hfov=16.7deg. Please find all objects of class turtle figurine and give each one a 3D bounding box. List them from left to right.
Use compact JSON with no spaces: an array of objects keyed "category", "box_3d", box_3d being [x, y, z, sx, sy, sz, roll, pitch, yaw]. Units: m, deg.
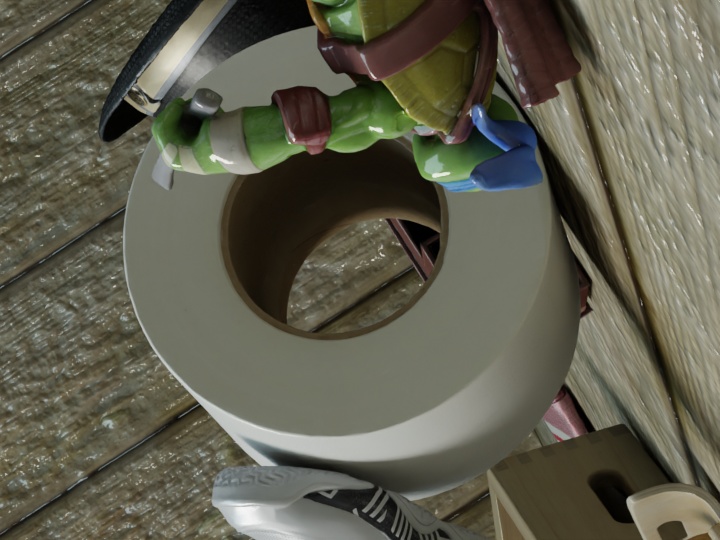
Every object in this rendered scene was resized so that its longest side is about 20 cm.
[{"category":"turtle figurine","box_3d":[-0.030,-0.110,0.841,0.200,0.144,0.194,51,171,52]}]

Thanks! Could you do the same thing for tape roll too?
[{"category":"tape roll","box_3d":[0.000,0.000,1.174,0.203,0.202,0.139,57,179,21]}]

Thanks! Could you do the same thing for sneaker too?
[{"category":"sneaker","box_3d":[0.007,0.170,1.159,0.199,0.115,0.075,27,161,-26]}]

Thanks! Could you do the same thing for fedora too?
[{"category":"fedora","box_3d":[-0.051,-0.118,1.287,0.092,0.201,0.201,40,180,-3]}]

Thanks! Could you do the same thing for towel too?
[{"category":"towel","box_3d":[0.209,0.180,2.069,0.200,0.023,0.144,56,178,-6]}]

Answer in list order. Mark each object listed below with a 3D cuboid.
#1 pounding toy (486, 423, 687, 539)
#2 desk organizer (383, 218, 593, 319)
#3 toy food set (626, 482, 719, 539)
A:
[{"category":"pounding toy","box_3d":[0.188,0.229,1.573,0.200,0.142,0.185,-124,21,-59]},{"category":"desk organizer","box_3d":[0.045,-0.049,1.334,0.200,0.072,0.077,58,177,11]},{"category":"toy food set","box_3d":[0.216,0.218,1.335,0.200,0.060,0.144,58,179,28]}]
